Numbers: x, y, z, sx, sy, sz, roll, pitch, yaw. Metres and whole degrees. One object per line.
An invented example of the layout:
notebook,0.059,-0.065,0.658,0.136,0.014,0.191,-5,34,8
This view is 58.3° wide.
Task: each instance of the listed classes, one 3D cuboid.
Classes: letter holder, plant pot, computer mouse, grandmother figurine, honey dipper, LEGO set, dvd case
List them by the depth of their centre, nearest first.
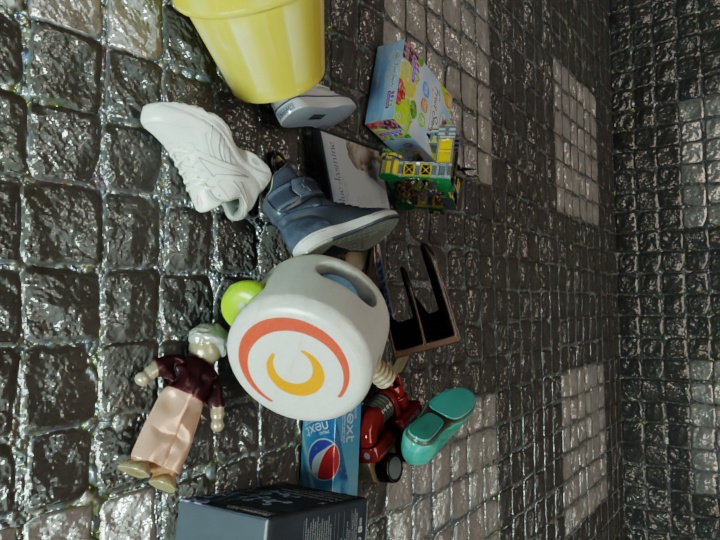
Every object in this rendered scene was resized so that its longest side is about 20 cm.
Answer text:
grandmother figurine,-0.209,0.146,0.757,0.121,0.061,0.200,47,48,-35
plant pot,-0.125,-0.324,0.807,0.201,0.201,0.189,-58,147,-39
honey dipper,-0.018,0.111,0.940,0.200,0.038,0.038,44,53,-36
computer mouse,-0.073,-0.114,0.990,0.200,0.034,0.059,42,56,-45
letter holder,0.079,0.037,1.019,0.200,0.100,0.142,-87,162,-84
dvd case,-0.009,-0.148,1.065,0.200,0.018,0.143,0,78,-60
LEGO set,0.116,-0.189,1.144,0.200,0.154,0.116,36,59,-61

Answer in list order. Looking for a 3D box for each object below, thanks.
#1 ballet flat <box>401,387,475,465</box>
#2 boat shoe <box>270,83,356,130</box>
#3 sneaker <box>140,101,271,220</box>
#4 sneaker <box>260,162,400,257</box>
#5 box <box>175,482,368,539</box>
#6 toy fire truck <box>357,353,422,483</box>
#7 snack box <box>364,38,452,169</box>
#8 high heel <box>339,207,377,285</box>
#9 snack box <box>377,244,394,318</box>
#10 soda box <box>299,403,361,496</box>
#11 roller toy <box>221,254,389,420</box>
ballet flat,0.123,0.255,1.053,0.200,0.067,0.070,-23,135,-53
boat shoe,-0.071,-0.257,0.972,0.065,0.074,0.200,59,23,4
sneaker,-0.189,-0.126,0.789,0.200,0.078,0.099,36,62,-47
sneaker,-0.045,-0.092,0.914,0.202,0.077,0.146,-17,60,-45
box,-0.108,0.339,0.808,0.200,0.148,0.107,16,74,-54
toy fire truck,0.040,0.223,1.057,0.176,0.129,0.200,-27,104,-52
snack box,0.097,-0.304,1.220,0.200,0.068,0.169,31,62,-52
high heel,0.000,0.000,0.955,0.200,0.071,0.143,-105,-155,-62
snack box,0.015,0.007,1.116,0.072,0.024,0.200,-30,112,-54
soda box,-0.046,0.283,0.975,0.068,0.064,0.200,13,76,-54
roller toy,-0.059,0.082,0.808,0.140,0.182,0.200,-64,144,-57
